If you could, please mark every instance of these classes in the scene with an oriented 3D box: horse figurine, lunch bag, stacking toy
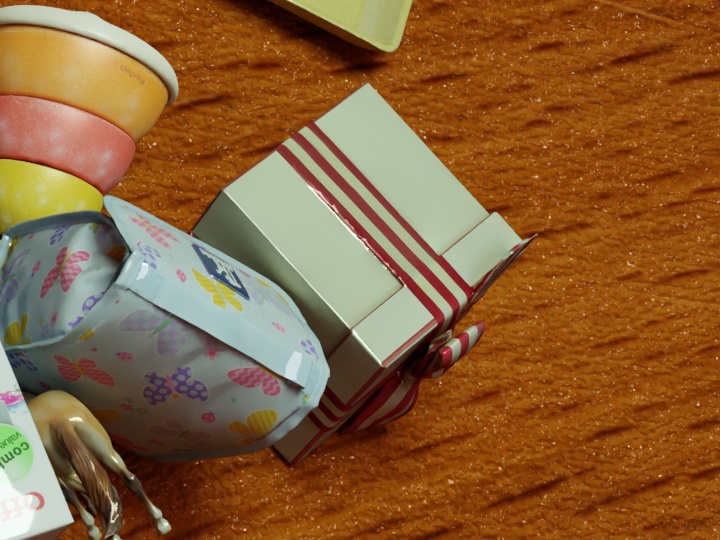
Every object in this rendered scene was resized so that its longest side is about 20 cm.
[{"bbox_3d":[-0.188,0.117,1.618,0.050,0.200,0.133,-40,106,-16],"label":"horse figurine"},{"bbox_3d":[-0.130,0.038,1.642,0.170,0.200,0.127,30,70,-28],"label":"lunch bag"},{"bbox_3d":[-0.217,-0.067,1.749,0.146,0.146,0.200,21,72,-17],"label":"stacking toy"}]

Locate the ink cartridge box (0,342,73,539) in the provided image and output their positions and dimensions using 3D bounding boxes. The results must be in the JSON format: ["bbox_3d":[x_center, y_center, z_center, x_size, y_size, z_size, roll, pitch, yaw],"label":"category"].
[{"bbox_3d":[-0.294,0.109,1.574,0.147,0.146,0.200,-16,74,-32],"label":"ink cartridge box"}]

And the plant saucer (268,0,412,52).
[{"bbox_3d":[-0.046,-0.272,1.988,0.200,0.048,0.200,26,54,-14],"label":"plant saucer"}]

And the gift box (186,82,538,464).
[{"bbox_3d":[0.000,0.000,1.777,0.200,0.185,0.187,-38,84,-32],"label":"gift box"}]
